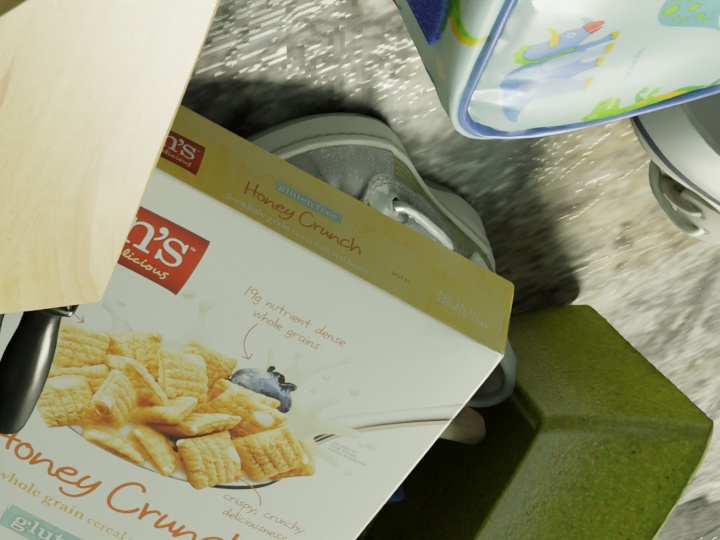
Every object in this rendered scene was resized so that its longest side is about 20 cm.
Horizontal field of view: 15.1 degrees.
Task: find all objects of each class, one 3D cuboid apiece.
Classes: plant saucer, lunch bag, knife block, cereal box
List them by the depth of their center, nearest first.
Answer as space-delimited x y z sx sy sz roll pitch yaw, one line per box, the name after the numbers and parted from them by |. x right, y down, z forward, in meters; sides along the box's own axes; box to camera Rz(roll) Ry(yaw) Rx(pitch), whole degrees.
-0.088 -0.032 0.704 0.200 0.064 0.176 -30 149 12 | knife block
0.089 -0.119 0.706 0.161 0.083 0.200 -18 157 -20 | lunch bag
-0.063 0.045 0.837 0.144 0.040 0.200 27 128 -11 | cereal box
0.039 0.108 1.034 0.200 0.048 0.200 -59 -166 6 | plant saucer

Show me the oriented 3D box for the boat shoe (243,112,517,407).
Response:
-0.001 0.001 0.907 0.074 0.065 0.202 -31 157 14 | boat shoe

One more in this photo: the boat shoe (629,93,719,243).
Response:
0.140 -0.035 0.977 0.070 0.071 0.200 -27 160 30 | boat shoe

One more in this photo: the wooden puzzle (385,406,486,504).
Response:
-0.077 0.080 0.969 0.200 0.046 0.185 -18 163 26 | wooden puzzle
